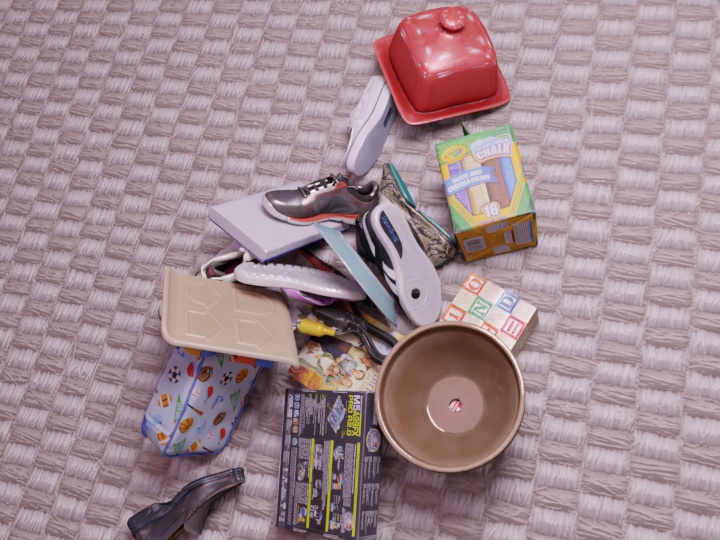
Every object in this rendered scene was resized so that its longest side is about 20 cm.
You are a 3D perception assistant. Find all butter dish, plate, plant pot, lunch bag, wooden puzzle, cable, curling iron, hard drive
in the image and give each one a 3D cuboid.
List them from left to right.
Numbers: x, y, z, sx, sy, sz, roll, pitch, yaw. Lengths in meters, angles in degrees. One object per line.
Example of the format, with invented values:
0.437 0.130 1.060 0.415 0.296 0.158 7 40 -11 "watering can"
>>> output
-0.231 0.186 1.229 0.075 0.160 0.201 32 101 30 "lunch bag"
-0.191 0.075 1.180 0.186 0.199 0.047 -110 40 -59 "wooden puzzle"
-0.127 -0.083 1.323 0.132 0.026 0.199 37 37 25 "hard drive"
-0.046 -0.005 1.334 0.200 0.025 0.050 45 123 27 "curling iron"
-0.009 0.086 1.234 0.199 0.051 0.097 26 49 27 "cable"
0.000 0.000 1.228 0.026 0.200 0.201 -38 64 2 "plate"
0.141 -0.366 1.353 0.198 0.148 0.201 -14 64 -11 "butter dish"
0.125 0.176 1.117 0.199 0.093 0.203 -5 70 13 "plant pot"

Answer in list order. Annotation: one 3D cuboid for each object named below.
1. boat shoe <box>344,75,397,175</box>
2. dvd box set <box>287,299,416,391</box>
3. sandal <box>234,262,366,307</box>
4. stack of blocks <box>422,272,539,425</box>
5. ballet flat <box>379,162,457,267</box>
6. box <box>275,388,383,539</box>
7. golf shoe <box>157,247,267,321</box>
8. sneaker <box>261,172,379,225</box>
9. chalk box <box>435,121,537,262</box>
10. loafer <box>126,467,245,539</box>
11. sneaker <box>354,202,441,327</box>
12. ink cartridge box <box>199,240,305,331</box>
0.010 -0.249 1.408 0.065 0.074 0.201 15 62 24 "boat shoe"
-0.004 0.142 1.233 0.199 0.029 0.147 29 82 40 "dvd box set"
-0.091 0.027 1.237 0.201 0.083 0.050 11 108 6 "sandal"
0.162 0.119 1.214 0.115 0.059 0.201 29 79 24 "stack of blocks"
0.074 -0.085 1.323 0.075 0.068 0.200 -40 67 7 "ballet flat"
-0.044 0.270 1.165 0.159 0.044 0.202 -5 77 39 "box"
-0.241 0.018 1.297 0.199 0.088 0.078 -29 65 3 "golf shoe"
-0.060 -0.125 1.317 0.198 0.082 0.077 -1 38 -25 "sneaker"
0.193 -0.137 1.275 0.123 0.125 0.202 -13 67 10 "chalk box"
-0.250 0.361 1.228 0.199 0.073 0.073 -32 72 11 "loafer"
0.055 -0.006 1.295 0.073 0.112 0.201 -24 96 -24 "sneaker"
-0.180 0.055 1.341 0.109 0.050 0.200 -43 65 -5 "ink cartridge box"
